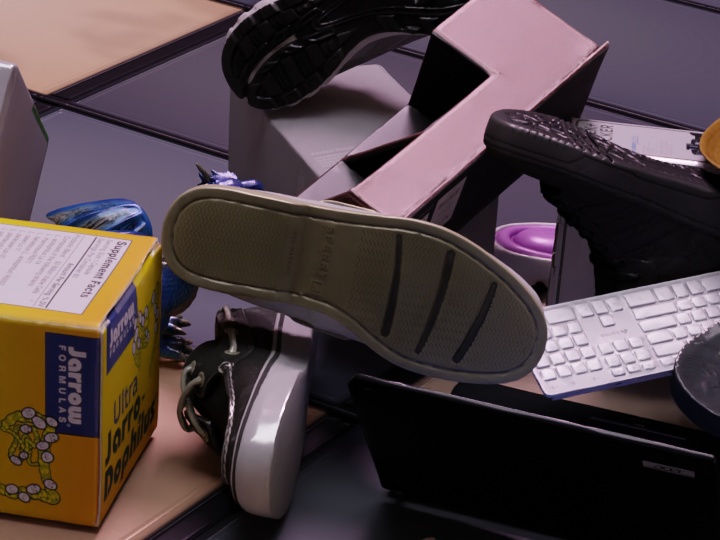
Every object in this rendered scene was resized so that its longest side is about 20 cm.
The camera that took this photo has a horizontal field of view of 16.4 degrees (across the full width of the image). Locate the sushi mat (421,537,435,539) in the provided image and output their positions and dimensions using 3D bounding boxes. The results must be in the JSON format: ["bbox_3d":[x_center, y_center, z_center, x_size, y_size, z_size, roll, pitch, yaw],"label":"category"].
[{"bbox_3d":[-0.019,0.168,1.104,0.199,0.012,0.096,-15,32,-36],"label":"sushi mat"}]

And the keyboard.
[{"bbox_3d":[0.175,0.026,1.299,0.199,0.011,0.056,-11,56,-19],"label":"keyboard"}]

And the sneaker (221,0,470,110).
[{"bbox_3d":[0.012,-0.163,1.485,0.199,0.074,0.079,-23,9,14],"label":"sneaker"}]

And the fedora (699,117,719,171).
[{"bbox_3d":[0.277,-0.086,1.334,0.199,0.082,0.201,5,21,-2],"label":"fedora"}]

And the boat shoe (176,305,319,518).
[{"bbox_3d":[-0.059,0.068,1.255,0.063,0.071,0.200,5,17,1],"label":"boat shoe"}]

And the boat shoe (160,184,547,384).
[{"bbox_3d":[0.000,0.000,1.259,0.199,0.075,0.068,21,6,1],"label":"boat shoe"}]

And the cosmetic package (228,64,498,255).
[{"bbox_3d":[-0.003,-0.051,1.493,0.106,0.091,0.200,-5,24,-18],"label":"cosmetic package"}]

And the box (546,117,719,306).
[{"bbox_3d":[0.208,-0.015,1.408,0.199,0.117,0.060,6,24,5],"label":"box"}]

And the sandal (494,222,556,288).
[{"bbox_3d":[0.175,-0.021,1.495,0.202,0.050,0.083,-4,26,-18],"label":"sandal"}]

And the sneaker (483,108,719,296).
[{"bbox_3d":[0.146,-0.009,1.342,0.199,0.105,0.060,17,17,-14],"label":"sneaker"}]

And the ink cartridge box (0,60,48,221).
[{"bbox_3d":[-0.279,-0.072,1.335,0.199,0.084,0.147,12,-12,3],"label":"ink cartridge box"}]

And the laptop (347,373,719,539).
[{"bbox_3d":[0.105,0.073,1.220,0.176,0.104,0.200,13,26,17],"label":"laptop"}]

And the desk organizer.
[{"bbox_3d":[0.043,-0.074,1.376,0.077,0.072,0.200,37,53,15],"label":"desk organizer"}]

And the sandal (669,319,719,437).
[{"bbox_3d":[0.239,0.017,1.281,0.075,0.048,0.200,37,52,22],"label":"sandal"}]

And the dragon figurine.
[{"bbox_3d":[-0.140,-0.003,1.346,0.199,0.100,0.059,-3,25,-5],"label":"dragon figurine"}]

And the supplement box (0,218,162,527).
[{"bbox_3d":[-0.207,0.041,1.234,0.199,0.110,0.109,8,25,9],"label":"supplement box"}]
